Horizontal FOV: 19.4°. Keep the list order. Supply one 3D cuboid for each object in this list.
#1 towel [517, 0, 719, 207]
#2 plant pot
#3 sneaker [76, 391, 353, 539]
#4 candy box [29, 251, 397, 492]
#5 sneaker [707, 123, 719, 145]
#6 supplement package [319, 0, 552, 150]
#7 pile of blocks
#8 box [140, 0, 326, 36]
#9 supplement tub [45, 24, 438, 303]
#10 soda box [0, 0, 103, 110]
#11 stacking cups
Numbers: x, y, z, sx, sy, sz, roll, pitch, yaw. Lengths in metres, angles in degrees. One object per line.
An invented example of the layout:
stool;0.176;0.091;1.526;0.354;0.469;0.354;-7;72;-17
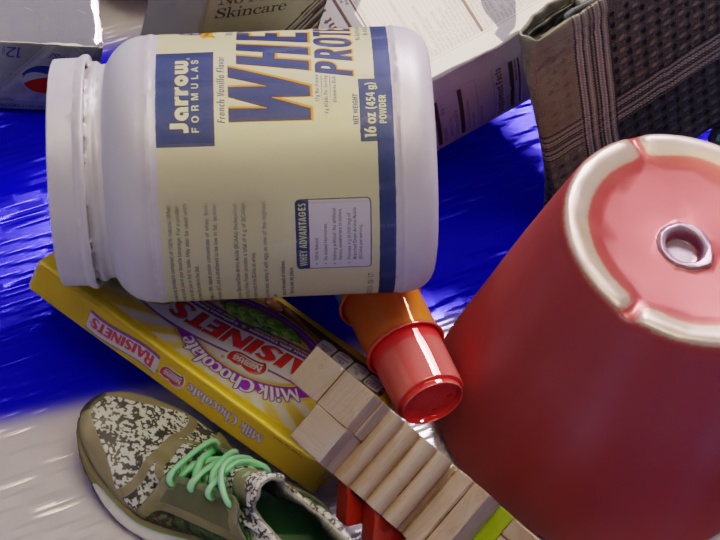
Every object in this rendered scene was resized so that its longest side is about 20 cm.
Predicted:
towel;0.178;-0.134;1.255;0.192;0.200;0.035;-32;59;-10
plant pot;0.155;0.033;1.164;0.200;0.177;0.201;7;53;-9
sneaker;-0.062;0.117;1.101;0.200;0.089;0.077;35;54;13
candy box;-0.078;0.038;1.180;0.200;0.026;0.102;34;38;12
sneaker;0.314;-0.077;1.356;0.200;0.078;0.091;-1;50;-16
supplement package;0.065;-0.161;1.275;0.200;0.110;0.114;-28;71;-4
pile of blocks;0.031;0.128;1.119;0.200;0.082;0.062;42;86;-6
box;-0.077;-0.135;1.215;0.082;0.200;0.068;-12;59;-22
supplement tub;-0.062;-0.056;1.128;0.200;0.145;0.145;-3;54;-2
soda box;-0.202;-0.194;1.314;0.068;0.063;0.200;2;54;-15
stacking cups;0.000;0.000;1.207;0.060;0.061;0.200;-8;49;-20
